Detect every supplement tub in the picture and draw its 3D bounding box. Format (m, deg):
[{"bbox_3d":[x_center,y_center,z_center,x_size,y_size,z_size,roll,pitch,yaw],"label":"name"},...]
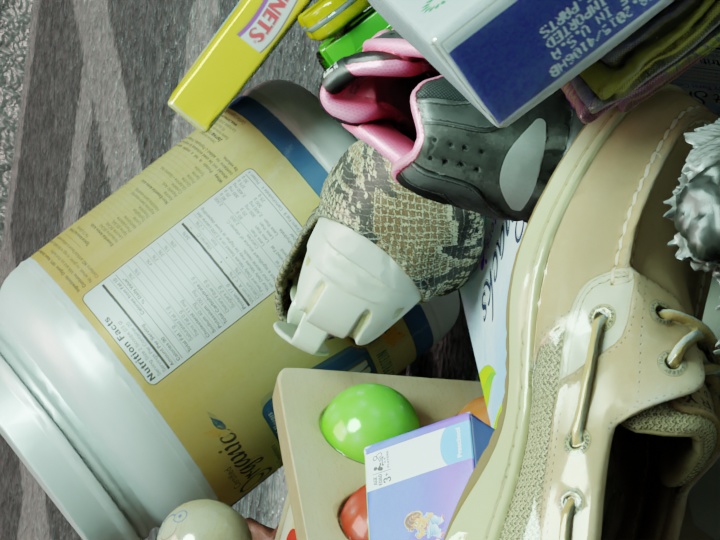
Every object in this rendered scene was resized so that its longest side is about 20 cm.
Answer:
[{"bbox_3d":[-0.071,0.025,1.222,0.145,0.200,0.145,50,171,10],"label":"supplement tub"}]

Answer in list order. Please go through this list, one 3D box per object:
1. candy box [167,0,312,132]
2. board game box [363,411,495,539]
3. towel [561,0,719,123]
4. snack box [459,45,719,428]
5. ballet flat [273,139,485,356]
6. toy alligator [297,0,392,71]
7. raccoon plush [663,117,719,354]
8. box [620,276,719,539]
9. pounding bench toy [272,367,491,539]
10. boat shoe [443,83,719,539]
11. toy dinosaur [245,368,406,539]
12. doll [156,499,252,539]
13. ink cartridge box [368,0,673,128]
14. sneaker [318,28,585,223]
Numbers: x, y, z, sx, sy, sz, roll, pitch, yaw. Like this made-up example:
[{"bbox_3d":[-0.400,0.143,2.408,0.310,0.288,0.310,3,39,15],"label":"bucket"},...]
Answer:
[{"bbox_3d":[-0.010,-0.148,1.150,0.200,0.026,0.102,-52,7,7],"label":"candy box"},{"bbox_3d":[0.061,0.165,0.920,0.045,0.134,0.201,-21,57,28],"label":"board game box"},{"bbox_3d":[0.106,-0.121,0.853,0.023,0.143,0.200,51,-173,-24],"label":"towel"},{"bbox_3d":[0.085,-0.047,1.009,0.200,0.067,0.169,-103,22,-47],"label":"snack box"},{"bbox_3d":[0.000,0.000,1.059,0.075,0.068,0.200,-52,2,-13],"label":"ballet flat"},{"bbox_3d":[0.012,-0.095,1.110,0.059,0.054,0.200,54,180,-6],"label":"toy alligator"},{"bbox_3d":[0.150,0.017,0.777,0.200,0.096,0.135,-42,-52,-65],"label":"raccoon plush"},{"bbox_3d":[0.110,0.103,0.842,0.200,0.077,0.095,-100,19,-44],"label":"box"},{"bbox_3d":[0.016,0.106,1.127,0.200,0.124,0.156,-104,22,-51],"label":"pounding bench toy"},{"bbox_3d":[0.079,0.039,0.783,0.064,0.071,0.201,4,70,39],"label":"boat shoe"},{"bbox_3d":[-0.001,0.116,1.295,0.200,0.085,0.136,-111,35,-48],"label":"toy dinosaur"},{"bbox_3d":[-0.068,0.169,1.045,0.136,0.048,0.200,-45,24,38],"label":"doll"},{"bbox_3d":[0.085,-0.139,0.837,0.041,0.199,0.200,52,-177,-23],"label":"ink cartridge box"},{"bbox_3d":[0.029,-0.066,0.917,0.200,0.095,0.079,-121,39,-67],"label":"sneaker"}]
